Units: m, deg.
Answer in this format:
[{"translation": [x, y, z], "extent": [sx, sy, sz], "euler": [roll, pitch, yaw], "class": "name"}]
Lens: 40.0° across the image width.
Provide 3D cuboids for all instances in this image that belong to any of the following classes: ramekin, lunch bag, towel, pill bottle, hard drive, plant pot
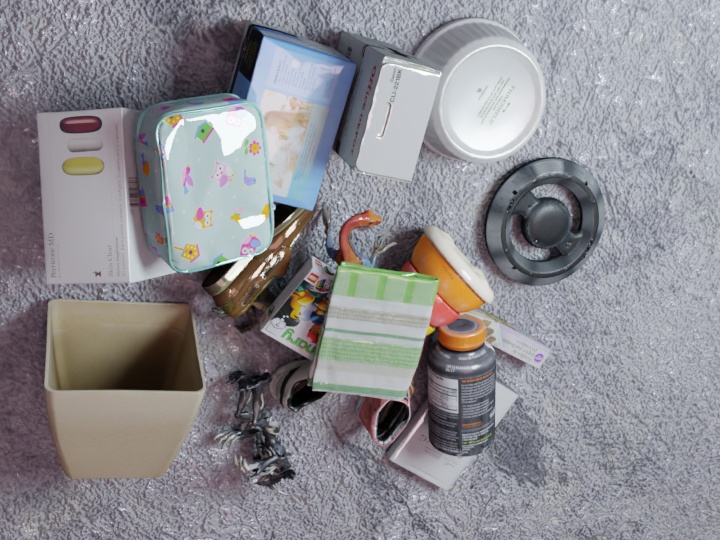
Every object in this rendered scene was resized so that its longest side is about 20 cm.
[{"translation": [0.166, -0.243, 1.375], "extent": [0.199, 0.094, 0.205], "euler": [-6, 112, -14], "class": "ramekin"}, {"translation": [-0.180, -0.103, 1.173], "extent": [0.159, 0.077, 0.203], "euler": [-18, 117, -33], "class": "lunch bag"}, {"translation": [0.016, 0.085, 1.351], "extent": [0.147, 0.031, 0.202], "euler": [8, 118, -13], "class": "towel"}, {"translation": [0.154, 0.171, 1.498], "extent": [0.105, 0.106, 0.203], "euler": [-8, 115, -14], "class": "pill bottle"}, {"translation": [0.150, 0.250, 1.604], "extent": [0.131, 0.026, 0.201], "euler": [31, 99, -25], "class": "hard drive"}, {"translation": [-0.329, 0.171, 1.342], "extent": [0.197, 0.201, 0.179], "euler": [4, 121, -18], "class": "plant pot"}]

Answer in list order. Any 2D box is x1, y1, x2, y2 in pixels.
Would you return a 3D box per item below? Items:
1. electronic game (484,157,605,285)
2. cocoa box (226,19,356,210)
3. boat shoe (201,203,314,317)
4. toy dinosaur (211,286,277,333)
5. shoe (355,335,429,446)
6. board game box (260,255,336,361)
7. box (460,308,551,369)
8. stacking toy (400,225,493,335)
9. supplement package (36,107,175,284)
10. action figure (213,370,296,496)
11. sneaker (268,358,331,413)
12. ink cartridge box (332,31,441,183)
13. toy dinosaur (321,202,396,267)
[{"translation": [0.282, -0.073, 1.508], "extent": [0.197, 0.042, 0.203], "euler": [-5, 111, -14], "class": "electronic game"}, {"translation": [-0.105, -0.202, 1.287], "extent": [0.132, 0.131, 0.203], "euler": [12, 107, -21], "class": "cocoa box"}, {"translation": [-0.130, -0.022, 1.370], "extent": [0.200, 0.072, 0.068], "euler": [-45, 114, -14], "class": "boat shoe"}, {"translation": [-0.160, 0.043, 1.418], "extent": [0.088, 0.047, 0.200], "euler": [-48, 120, -2], "class": "toy dinosaur"}, {"translation": [0.060, 0.166, 1.507], "extent": [0.071, 0.091, 0.202], "euler": [21, 104, -23], "class": "shoe"}, {"translation": [-0.024, 0.080, 1.378], "extent": [0.199, 0.035, 0.127], "euler": [31, 115, -22], "class": "board game box"}, {"translation": [0.211, 0.095, 1.555], "extent": [0.198, 0.041, 0.039], "euler": [27, 102, -24], "class": "box"}, {"translation": [0.082, 0.046, 1.442], "extent": [0.200, 0.146, 0.146], "euler": [-42, 117, 8], "class": "stacking toy"}, {"translation": [-0.307, -0.090, 1.211], "extent": [0.109, 0.156, 0.203], "euler": [-2, 94, 10], "class": "supplement package"}, {"translation": [-0.160, 0.253, 1.465], "extent": [0.101, 0.118, 0.203], "euler": [-18, 107, -29], "class": "action figure"}, {"translation": [-0.039, 0.150, 1.478], "extent": [0.199, 0.080, 0.074], "euler": [-32, 115, -5], "class": "sneaker"}, {"translation": [0.019, -0.215, 1.281], "extent": [0.083, 0.200, 0.146], "euler": [9, 109, -20], "class": "ink cartridge box"}, {"translation": [0.000, 0.000, 1.383], "extent": [0.103, 0.182, 0.203], "euler": [-4, 69, 5], "class": "toy dinosaur"}]
